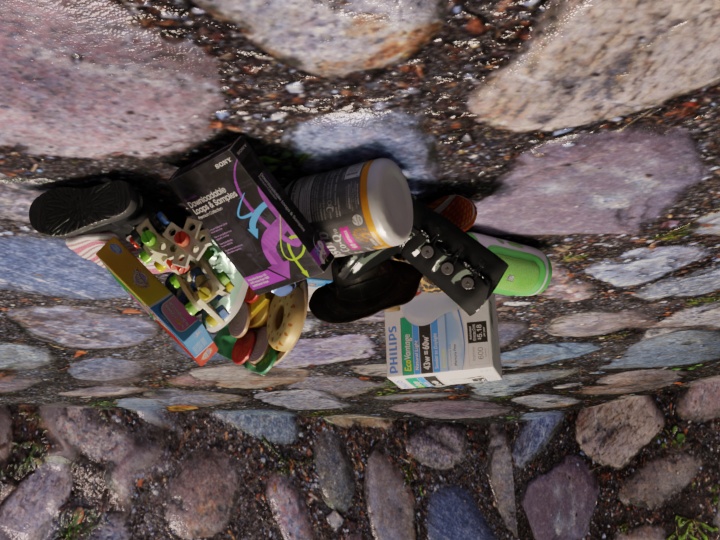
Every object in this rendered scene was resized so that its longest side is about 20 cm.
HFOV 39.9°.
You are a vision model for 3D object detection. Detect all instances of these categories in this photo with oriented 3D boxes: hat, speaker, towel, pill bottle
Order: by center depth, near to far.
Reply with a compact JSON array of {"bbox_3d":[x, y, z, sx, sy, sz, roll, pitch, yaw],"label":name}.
[{"bbox_3d":[-0.038,-0.075,1.326,0.197,0.118,0.116,-11,162,27],"label":"pill bottle"},{"bbox_3d":[0.000,0.000,1.502,0.197,0.082,0.201,-15,-158,6],"label":"hat"},{"bbox_3d":[-0.368,-0.024,1.617,0.144,0.030,0.200,-7,163,12],"label":"towel"},{"bbox_3d":[0.228,-0.009,1.651,0.198,0.090,0.088,11,160,-39],"label":"speaker"}]

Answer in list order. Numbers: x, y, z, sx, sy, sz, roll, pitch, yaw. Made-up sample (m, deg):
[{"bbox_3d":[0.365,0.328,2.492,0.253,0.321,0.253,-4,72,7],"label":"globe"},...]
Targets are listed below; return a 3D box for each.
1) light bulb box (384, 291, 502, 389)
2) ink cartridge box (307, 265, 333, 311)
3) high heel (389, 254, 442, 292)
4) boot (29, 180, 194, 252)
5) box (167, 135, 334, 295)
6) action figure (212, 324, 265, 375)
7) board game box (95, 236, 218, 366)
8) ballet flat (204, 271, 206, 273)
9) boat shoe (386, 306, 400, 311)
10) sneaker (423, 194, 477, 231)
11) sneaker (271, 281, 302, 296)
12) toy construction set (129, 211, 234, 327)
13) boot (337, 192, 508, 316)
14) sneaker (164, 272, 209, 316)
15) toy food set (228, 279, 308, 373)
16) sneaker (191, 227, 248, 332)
[{"bbox_3d":[0.150,0.104,1.827,0.197,0.202,0.125,-8,162,14],"label":"light bulb box"},{"bbox_3d":[-0.087,0.013,1.714,0.114,0.069,0.199,6,162,-27],"label":"ink cartridge box"},{"bbox_3d":[0.128,-0.010,1.647,0.197,0.073,0.142,15,165,-22],"label":"high heel"},{"bbox_3d":[-0.344,-0.063,1.408,0.162,0.067,0.200,-5,168,16],"label":"boot"},{"bbox_3d":[-0.143,-0.065,1.280,0.142,0.036,0.201,-18,115,44],"label":"box"},{"bbox_3d":[-0.168,0.059,1.657,0.117,0.203,0.055,22,-177,17],"label":"action figure"},{"bbox_3d":[-0.313,0.050,1.541,0.040,0.200,0.153,-44,165,-13],"label":"board game box"},{"bbox_3d":[-0.204,-0.037,1.548,0.197,0.071,0.069,-10,162,29],"label":"ballet flat"},{"bbox_3d":[0.027,0.020,1.695,0.072,0.064,0.200,2,-170,-18],"label":"boat shoe"},{"bbox_3d":[0.076,-0.066,1.463,0.196,0.074,0.077,-4,173,14],"label":"sneaker"},{"bbox_3d":[-0.084,-0.029,1.451,0.078,0.070,0.200,-41,-176,25],"label":"sneaker"},{"bbox_3d":[-0.237,-0.010,1.333,0.091,0.132,0.201,-33,157,-11],"label":"toy construction set"},{"bbox_3d":[0.088,-0.003,1.407,0.199,0.066,0.166,34,113,-10],"label":"boot"},{"bbox_3d":[-0.244,0.008,1.664,0.085,0.078,0.199,32,-152,28],"label":"sneaker"},{"bbox_3d":[-0.148,0.059,1.555,0.048,0.202,0.198,12,140,-37],"label":"toy food set"},{"bbox_3d":[-0.218,-0.008,1.466,0.117,0.074,0.202,18,111,-32],"label":"sneaker"}]
